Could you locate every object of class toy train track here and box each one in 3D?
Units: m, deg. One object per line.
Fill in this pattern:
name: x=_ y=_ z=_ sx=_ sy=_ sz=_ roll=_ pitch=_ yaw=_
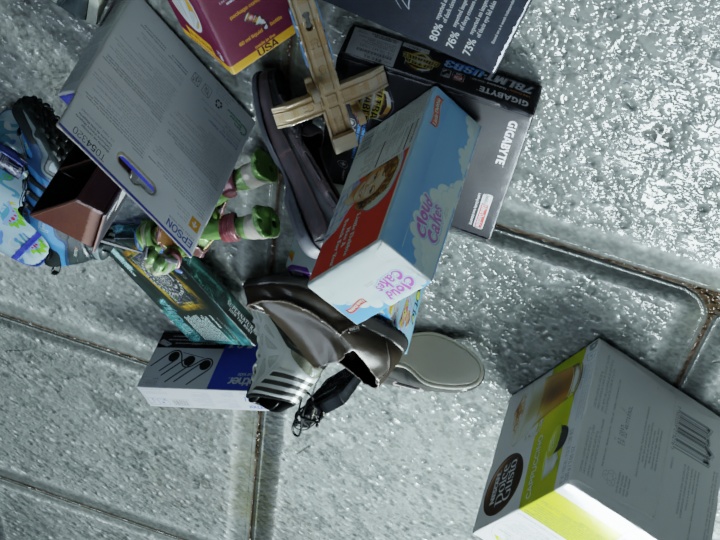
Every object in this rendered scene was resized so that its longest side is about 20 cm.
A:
toy train track: x=-0.035 y=-0.188 z=1.322 sx=0.114 sy=0.033 sz=0.201 roll=-22 pitch=128 yaw=-5

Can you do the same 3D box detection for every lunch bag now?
lunch bag: x=-0.397 y=-0.093 z=1.709 sx=0.160 sy=0.083 sz=0.199 roll=35 pitch=143 yaw=-21

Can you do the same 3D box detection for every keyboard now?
keyboard: x=-0.042 y=0.138 z=1.688 sx=0.040 sy=0.104 sz=0.200 roll=38 pitch=160 yaw=-4

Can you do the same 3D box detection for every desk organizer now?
desk organizer: x=-0.261 y=-0.126 z=1.496 sx=0.076 sy=0.201 sz=0.072 roll=27 pitch=144 yaw=-4

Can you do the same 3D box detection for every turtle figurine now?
turtle figurine: x=-0.196 y=-0.072 z=1.571 sx=0.192 sy=0.145 sz=0.201 roll=-13 pitch=125 yaw=25

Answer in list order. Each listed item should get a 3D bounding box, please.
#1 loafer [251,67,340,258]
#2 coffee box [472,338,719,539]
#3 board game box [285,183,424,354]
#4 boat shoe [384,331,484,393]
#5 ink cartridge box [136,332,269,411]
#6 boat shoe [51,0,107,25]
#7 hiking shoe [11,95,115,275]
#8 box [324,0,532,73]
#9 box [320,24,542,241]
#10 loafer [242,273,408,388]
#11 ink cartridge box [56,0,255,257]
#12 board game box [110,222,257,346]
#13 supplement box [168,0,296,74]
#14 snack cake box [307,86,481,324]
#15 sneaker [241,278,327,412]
loafer: x=-0.052 y=-0.115 z=1.451 sx=0.062 sy=0.202 sz=0.072 roll=-21 pitch=170 yaw=22
coffee box: x=0.278 y=0.242 z=1.677 sx=0.199 sy=0.201 sz=0.198 roll=32 pitch=143 yaw=-14
board game box: x=0.000 y=0.000 z=1.557 sx=0.102 sy=0.106 sz=0.200 roll=10 pitch=159 yaw=15
boat shoe: x=0.062 y=0.110 z=1.746 sx=0.198 sy=0.067 sz=0.057 roll=10 pitch=162 yaw=24
ink cartridge box: x=-0.183 y=0.129 z=1.860 sx=0.198 sy=0.095 sz=0.044 roll=0 pitch=138 yaw=28
boat shoe: x=-0.265 y=-0.312 z=1.375 sx=0.061 sy=0.073 sz=0.200 roll=20 pitch=149 yaw=-4
hiking shoe: x=-0.347 y=-0.091 z=1.588 sx=0.086 sy=0.075 sz=0.202 roll=-18 pitch=108 yaw=10
box: x=0.060 y=-0.283 z=1.218 sx=0.198 sy=0.105 sz=0.148 roll=24 pitch=143 yaw=-2
box: x=0.063 y=-0.135 z=1.450 sx=0.197 sy=0.050 sz=0.201 roll=20 pitch=144 yaw=4
loafer: x=-0.037 y=0.065 z=1.496 sx=0.199 sy=0.072 sz=0.073 roll=26 pitch=158 yaw=-24
ink cartridge box: x=-0.209 y=-0.144 z=1.448 sx=0.043 sy=0.201 sz=0.197 roll=-15 pitch=129 yaw=39
board game box: x=-0.222 y=0.018 z=1.775 sx=0.134 sy=0.028 sz=0.200 roll=2 pitch=140 yaw=46
supplement box: x=-0.141 y=-0.291 z=1.287 sx=0.110 sy=0.085 sz=0.201 roll=42 pitch=164 yaw=46
snack cake box: x=0.033 y=-0.062 z=1.345 sx=0.067 sy=0.201 sz=0.115 roll=37 pitch=140 yaw=-22
sneaker: x=-0.113 y=0.091 z=1.693 sx=0.075 sy=0.116 sz=0.200 roll=34 pitch=-176 yaw=-36
